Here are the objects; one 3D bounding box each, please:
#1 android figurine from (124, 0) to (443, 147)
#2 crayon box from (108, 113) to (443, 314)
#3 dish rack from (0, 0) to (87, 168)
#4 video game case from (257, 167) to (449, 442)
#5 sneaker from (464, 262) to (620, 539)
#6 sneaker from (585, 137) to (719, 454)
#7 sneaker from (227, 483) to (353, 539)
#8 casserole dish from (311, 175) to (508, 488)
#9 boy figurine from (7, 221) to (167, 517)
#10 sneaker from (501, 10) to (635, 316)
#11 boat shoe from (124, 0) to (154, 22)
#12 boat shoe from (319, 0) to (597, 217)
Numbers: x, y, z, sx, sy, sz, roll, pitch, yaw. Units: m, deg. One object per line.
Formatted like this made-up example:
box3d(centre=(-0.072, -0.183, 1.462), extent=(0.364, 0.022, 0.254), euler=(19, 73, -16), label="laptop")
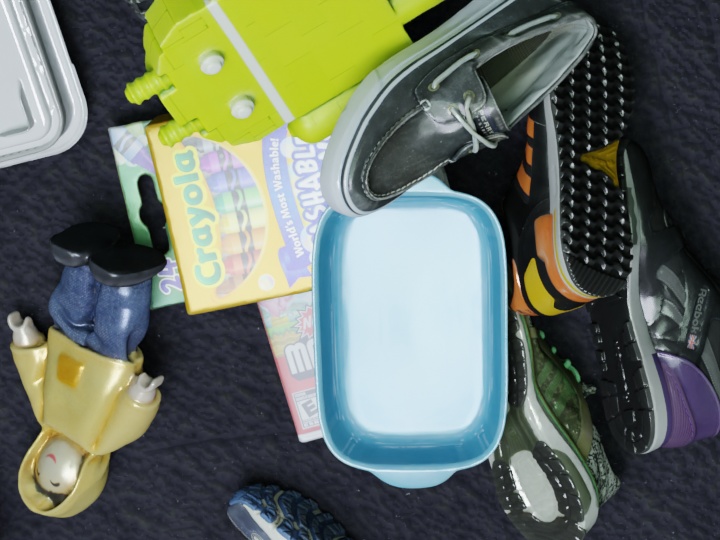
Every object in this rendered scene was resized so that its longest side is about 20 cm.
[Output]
box3d(centre=(-0.045, -0.143, 1.512), extent=(0.200, 0.041, 0.182), euler=(-30, 141, 1), label="android figurine")
box3d(centre=(-0.056, -0.048, 1.625), extent=(0.199, 0.052, 0.126), euler=(-12, 100, 7), label="crayon box")
box3d(centre=(-0.280, -0.148, 1.623), extent=(0.171, 0.044, 0.201), euler=(-13, 108, 15), label="dish rack")
box3d(centre=(0.000, 0.000, 1.666), extent=(0.143, 0.017, 0.201), euler=(-15, 100, 7), label="video game case")
box3d(centre=(0.112, 0.077, 1.649), extent=(0.077, 0.089, 0.201), euler=(-17, 93, 39), label="sneaker")
box3d(centre=(0.194, 0.012, 1.640), extent=(0.087, 0.076, 0.201), euler=(-9, 94, -24), label="sneaker")
box3d(centre=(-0.024, 0.229, 1.686), extent=(0.085, 0.077, 0.200), euler=(-43, 95, 15), label="sneaker")
box3d(centre=(0.032, 0.034, 1.591), extent=(0.121, 0.039, 0.201), euler=(-1, 103, 4), label="casserole dish")
box3d(centre=(-0.184, 0.069, 1.660), extent=(0.124, 0.064, 0.201), euler=(28, 118, 24), label="boy figurine")
box3d(centre=(0.118, -0.067, 1.597), extent=(0.070, 0.090, 0.201), euler=(17, 62, -33), label="sneaker")
box3d(centre=(-0.070, -0.228, 1.611), extent=(0.200, 0.072, 0.068), euler=(-32, 135, 3), label="boat shoe")
box3d(centre=(0.060, -0.104, 1.522), extent=(0.200, 0.071, 0.072), euler=(-46, 133, -16), label="boat shoe")
